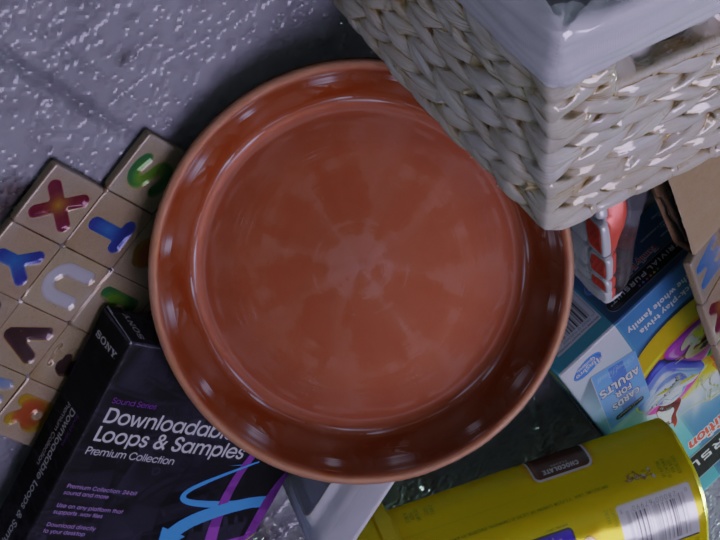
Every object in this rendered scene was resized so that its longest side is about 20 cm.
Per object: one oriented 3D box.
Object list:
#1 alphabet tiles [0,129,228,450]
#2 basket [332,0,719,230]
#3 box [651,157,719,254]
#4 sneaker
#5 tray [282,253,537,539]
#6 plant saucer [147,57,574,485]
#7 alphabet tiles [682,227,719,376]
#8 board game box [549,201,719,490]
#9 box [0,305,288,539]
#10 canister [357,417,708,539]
[{"bbox_3d":[-0.110,0.023,1.001,0.167,0.006,0.200,-51,138,8],"label":"alphabet tiles"},{"bbox_3d":[0.078,-0.130,0.881,0.135,0.200,0.124,-24,140,-20],"label":"basket"},{"bbox_3d":[0.208,-0.125,1.032,0.200,0.021,0.164,-48,142,-12],"label":"box"},{"bbox_3d":[0.138,-0.065,1.062,0.081,0.077,0.201,-26,140,-16],"label":"sneaker"},{"bbox_3d":[0.014,0.050,1.054,0.022,0.108,0.201,25,107,-26],"label":"tray"},{"bbox_3d":[0.000,0.000,0.969,0.198,0.032,0.202,-1,101,-3],"label":"plant saucer"},{"bbox_3d":[0.246,0.003,1.189,0.168,0.008,0.201,-55,139,-28],"label":"alphabet tiles"},{"bbox_3d":[0.196,0.046,1.231,0.151,0.047,0.200,-43,139,-1],"label":"board game box"},{"bbox_3d":[-0.110,0.116,1.047,0.142,0.036,0.201,10,115,-43],"label":"box"},{"bbox_3d":[0.098,0.175,1.197,0.199,0.087,0.149,-18,137,-7],"label":"canister"}]
